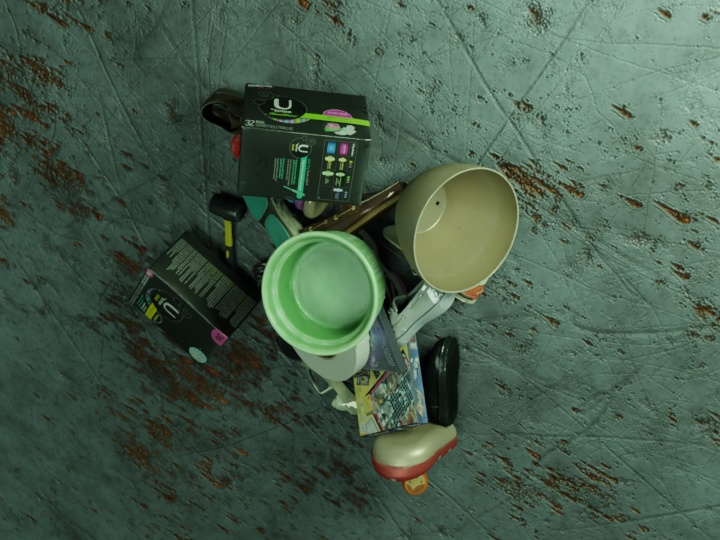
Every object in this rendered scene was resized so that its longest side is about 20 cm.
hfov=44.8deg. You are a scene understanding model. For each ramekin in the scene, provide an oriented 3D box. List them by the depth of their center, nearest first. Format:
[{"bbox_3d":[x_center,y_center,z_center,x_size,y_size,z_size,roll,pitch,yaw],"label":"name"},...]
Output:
[{"bbox_3d":[-0.053,0.030,1.429,0.198,0.098,0.203,3,101,17],"label":"ramekin"}]

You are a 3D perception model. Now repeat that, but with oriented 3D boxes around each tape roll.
[{"bbox_3d":[-0.066,0.105,1.572,0.202,0.037,0.205,29,134,34],"label":"tape roll"}]

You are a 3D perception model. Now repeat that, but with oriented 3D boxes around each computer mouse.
[{"bbox_3d":[-0.127,0.075,1.684,0.137,0.053,0.202,-1,109,27],"label":"computer mouse"}]

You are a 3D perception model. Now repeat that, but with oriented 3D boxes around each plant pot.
[{"bbox_3d":[0.130,-0.083,1.377,0.134,0.199,0.202,36,142,51],"label":"plant pot"}]

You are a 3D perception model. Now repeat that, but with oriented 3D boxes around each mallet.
[{"bbox_3d":[-0.244,-0.053,1.669,0.065,0.041,0.202,14,129,23],"label":"mallet"}]

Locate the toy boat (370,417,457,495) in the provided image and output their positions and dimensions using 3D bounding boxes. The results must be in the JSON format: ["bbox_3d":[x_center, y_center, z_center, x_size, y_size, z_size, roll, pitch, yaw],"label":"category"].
[{"bbox_3d":[0.101,0.357,1.641,0.129,0.199,0.133,1,95,27],"label":"toy boat"}]

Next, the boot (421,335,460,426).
[{"bbox_3d":[0.101,0.196,1.633,0.161,0.073,0.200,14,124,26],"label":"boot"}]

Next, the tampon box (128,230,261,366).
[{"bbox_3d":[-0.323,0.056,1.704,0.200,0.126,0.150,42,140,-3],"label":"tampon box"}]

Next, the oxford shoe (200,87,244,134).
[{"bbox_3d":[-0.180,-0.253,1.475,0.198,0.085,0.073,11,123,19],"label":"oxford shoe"}]

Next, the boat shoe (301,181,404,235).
[{"bbox_3d":[-0.014,-0.097,1.478,0.199,0.070,0.071,-34,84,15],"label":"boat shoe"}]

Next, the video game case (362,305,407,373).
[{"bbox_3d":[-0.010,0.113,1.561,0.199,0.019,0.144,-3,114,51],"label":"video game case"}]

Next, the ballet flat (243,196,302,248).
[{"bbox_3d":[-0.151,-0.100,1.560,0.068,0.062,0.201,-48,62,35],"label":"ballet flat"}]

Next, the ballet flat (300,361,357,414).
[{"bbox_3d":[-0.045,0.230,1.702,0.200,0.069,0.070,46,132,19],"label":"ballet flat"}]

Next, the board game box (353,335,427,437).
[{"bbox_3d":[0.048,0.192,1.596,0.135,0.034,0.202,-20,67,36],"label":"board game box"}]

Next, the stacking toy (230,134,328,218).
[{"bbox_3d":[-0.141,-0.176,1.514,0.199,0.085,0.086,34,130,12],"label":"stacking toy"}]

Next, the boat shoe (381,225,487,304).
[{"bbox_3d":[0.120,-0.010,1.489,0.198,0.071,0.063,27,132,4],"label":"boat shoe"}]

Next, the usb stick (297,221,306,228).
[{"bbox_3d":[-0.066,-0.005,1.601,0.055,0.033,0.200,-42,98,4],"label":"usb stick"}]

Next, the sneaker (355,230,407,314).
[{"bbox_3d":[0.000,0.000,1.543,0.200,0.086,0.080,44,128,-4],"label":"sneaker"}]

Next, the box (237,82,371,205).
[{"bbox_3d":[-0.090,-0.199,1.378,0.197,0.149,0.125,4,127,-8],"label":"box"}]

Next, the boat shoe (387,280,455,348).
[{"bbox_3d":[0.081,0.068,1.499,0.067,0.074,0.200,36,131,-13],"label":"boat shoe"}]
